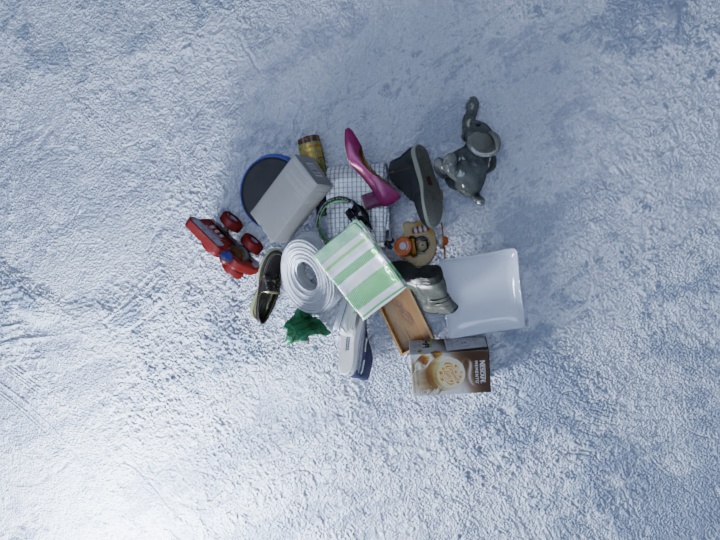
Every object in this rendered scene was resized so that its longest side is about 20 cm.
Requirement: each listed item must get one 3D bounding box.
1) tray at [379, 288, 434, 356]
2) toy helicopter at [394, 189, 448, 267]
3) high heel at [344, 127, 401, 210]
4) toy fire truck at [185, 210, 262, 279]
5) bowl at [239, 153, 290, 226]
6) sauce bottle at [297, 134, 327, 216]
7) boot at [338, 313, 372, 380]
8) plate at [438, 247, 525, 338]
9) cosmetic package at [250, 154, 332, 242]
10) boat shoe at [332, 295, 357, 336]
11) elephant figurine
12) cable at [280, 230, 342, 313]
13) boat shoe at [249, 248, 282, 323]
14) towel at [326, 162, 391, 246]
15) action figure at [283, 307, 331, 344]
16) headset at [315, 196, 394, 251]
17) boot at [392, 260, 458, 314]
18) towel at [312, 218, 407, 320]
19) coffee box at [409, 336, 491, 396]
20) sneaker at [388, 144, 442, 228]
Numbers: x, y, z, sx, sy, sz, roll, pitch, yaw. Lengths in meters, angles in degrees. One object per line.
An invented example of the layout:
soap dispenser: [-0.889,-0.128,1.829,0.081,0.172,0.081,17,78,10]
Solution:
tray: [0.105,0.105,1.551,0.097,0.037,0.205,-27,90,13]
toy helicopter: [0.171,-0.107,1.499,0.128,0.079,0.207,17,87,17]
high heel: [0.028,-0.252,1.439,0.093,0.068,0.206,-15,105,20]
toy fire truck: [-0.355,-0.062,1.573,0.200,0.168,0.113,45,103,5]
bowl: [-0.230,-0.206,1.597,0.193,0.039,0.209,1,96,12]
sauce bottle: [-0.113,-0.244,1.555,0.064,0.066,0.207,-13,94,13]
boot: [-0.005,0.181,1.572,0.071,0.089,0.207,-4,68,39]
plate: [0.298,0.055,1.483,0.192,0.032,0.207,-9,105,7]
cosmetic package: [-0.173,-0.177,1.503,0.200,0.089,0.108,-46,73,25]
boat shoe: [-0.010,0.068,1.529,0.068,0.071,0.206,18,77,2]
elephant figurine: [0.277,-0.289,1.435,0.201,0.141,0.155,-48,114,-3]
cable: [-0.125,0.007,1.534,0.198,0.068,0.205,-29,88,44]
boat shoe: [-0.240,0.045,1.599,0.065,0.071,0.206,37,117,50]
towel: [-0.002,-0.163,1.528,0.159,0.085,0.208,-2,93,11]
action figure: [-0.151,0.151,1.530,0.116,0.200,0.056,33,102,8]
headset: [-0.014,-0.097,1.443,0.194,0.094,0.127,22,98,-8]
boot: [0.140,0.052,1.475,0.196,0.068,0.133,8,134,44]
towel: [0.000,0.000,1.425,0.151,0.023,0.202,-37,97,18]
coffee box: [0.222,0.237,1.495,0.192,0.080,0.119,-5,107,7]
sneaker: [0.136,-0.194,1.481,0.105,0.073,0.207,-20,78,47]
